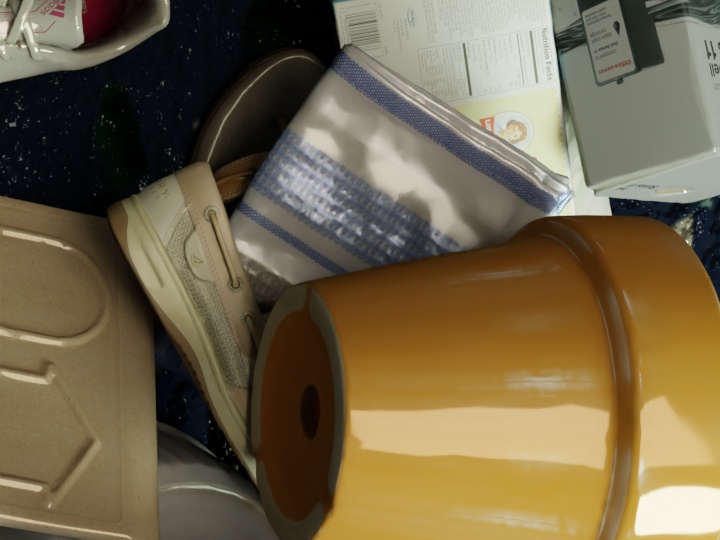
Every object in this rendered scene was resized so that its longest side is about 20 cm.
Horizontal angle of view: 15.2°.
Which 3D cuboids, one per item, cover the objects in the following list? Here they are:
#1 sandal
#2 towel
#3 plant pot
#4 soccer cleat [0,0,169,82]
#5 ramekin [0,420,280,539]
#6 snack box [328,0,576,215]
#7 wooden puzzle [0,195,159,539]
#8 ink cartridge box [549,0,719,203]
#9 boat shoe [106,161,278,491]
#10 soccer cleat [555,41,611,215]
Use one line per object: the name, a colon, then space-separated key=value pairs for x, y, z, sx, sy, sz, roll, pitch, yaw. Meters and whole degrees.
sandal: x=-0.069 y=-0.028 z=1.425 sx=0.200 sy=0.054 sz=0.082 roll=-51 pitch=119 yaw=-17
towel: x=0.000 y=0.000 z=1.401 sx=0.147 sy=0.024 sz=0.200 roll=33 pitch=95 yaw=-9
plant pot: x=0.053 y=0.071 z=1.299 sx=0.182 sy=0.200 sz=0.201 roll=2 pitch=95 yaw=-23
soccer cleat: x=-0.185 y=-0.123 z=1.318 sx=0.199 sy=0.086 sz=0.070 roll=-16 pitch=105 yaw=-31
ramekin: x=-0.117 y=0.178 z=1.389 sx=0.199 sy=0.105 sz=0.201 roll=-5 pitch=99 yaw=-33
snack box: x=0.054 y=-0.065 z=1.469 sx=0.116 sy=0.037 sz=0.201 roll=-10 pitch=112 yaw=-3
wooden puzzle: x=-0.192 y=0.044 z=1.311 sx=0.199 sy=0.046 sz=0.186 roll=15 pitch=52 yaw=-27
ink cartridge box: x=0.169 y=-0.145 z=1.490 sx=0.146 sy=0.083 sz=0.201 roll=-1 pitch=78 yaw=-59
boat shoe: x=-0.054 y=0.041 z=1.357 sx=0.065 sy=0.072 sz=0.201 roll=-29 pitch=104 yaw=-3
soccer cleat: x=0.104 y=-0.061 z=1.530 sx=0.077 sy=0.069 sz=0.201 roll=-21 pitch=110 yaw=-27
